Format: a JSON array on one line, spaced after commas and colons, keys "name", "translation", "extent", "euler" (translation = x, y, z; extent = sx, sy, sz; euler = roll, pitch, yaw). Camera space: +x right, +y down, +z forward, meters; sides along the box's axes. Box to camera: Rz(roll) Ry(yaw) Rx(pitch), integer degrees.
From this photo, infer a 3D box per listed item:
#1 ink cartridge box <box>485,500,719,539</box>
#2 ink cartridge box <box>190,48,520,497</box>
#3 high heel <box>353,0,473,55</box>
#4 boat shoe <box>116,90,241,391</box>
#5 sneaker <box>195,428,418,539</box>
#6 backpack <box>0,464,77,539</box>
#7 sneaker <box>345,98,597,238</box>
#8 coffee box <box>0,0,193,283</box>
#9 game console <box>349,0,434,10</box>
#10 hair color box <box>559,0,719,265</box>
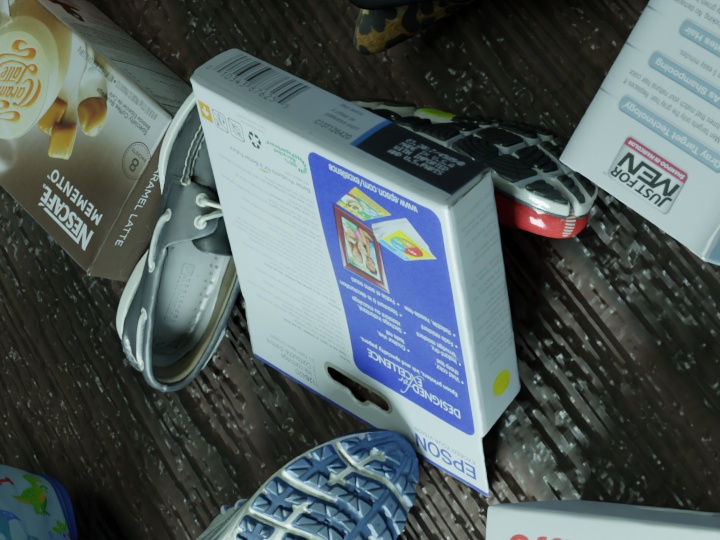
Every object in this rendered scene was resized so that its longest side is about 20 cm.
[{"name": "ink cartridge box", "translation": [0.132, 0.212, 0.756], "extent": [0.143, 0.083, 0.202], "euler": [-1, 82, 39]}, {"name": "ink cartridge box", "translation": [0.000, 0.000, 0.879], "extent": [0.197, 0.047, 0.201], "euler": [28, 144, 38]}, {"name": "high heel", "translation": [0.087, -0.164, 0.857], "extent": [0.200, 0.071, 0.143], "euler": [-47, 51, 12]}, {"name": "boat shoe", "translation": [-0.093, -0.022, 0.965], "extent": [0.201, 0.073, 0.060], "euler": [-64, 30, 19]}, {"name": "sneaker", "translation": [-0.054, 0.152, 0.913], "extent": [0.200, 0.077, 0.085], "euler": [-40, 16, 4]}, {"name": "backpack", "translation": [-0.227, 0.225, 0.999], "extent": [0.183, 0.146, 0.201], "euler": [-41, 55, 27]}, {"name": "sneaker", "translation": [0.047, -0.041, 0.886], "extent": [0.199, 0.077, 0.086], "euler": [19, 114, 43]}, {"name": "coffee box", "translation": [-0.175, -0.091, 1.051], "extent": [0.200, 0.079, 0.115], "euler": [42, 108, 35]}, {"name": "game console", "translation": [0.043, -0.213, 0.774], "extent": [0.199, 0.116, 0.177], "euler": [-3, 108, 28]}, {"name": "hair color box", "translation": [0.192, -0.110, 0.775], "extent": [0.099, 0.060, 0.201], "euler": [39, 106, 36]}]
